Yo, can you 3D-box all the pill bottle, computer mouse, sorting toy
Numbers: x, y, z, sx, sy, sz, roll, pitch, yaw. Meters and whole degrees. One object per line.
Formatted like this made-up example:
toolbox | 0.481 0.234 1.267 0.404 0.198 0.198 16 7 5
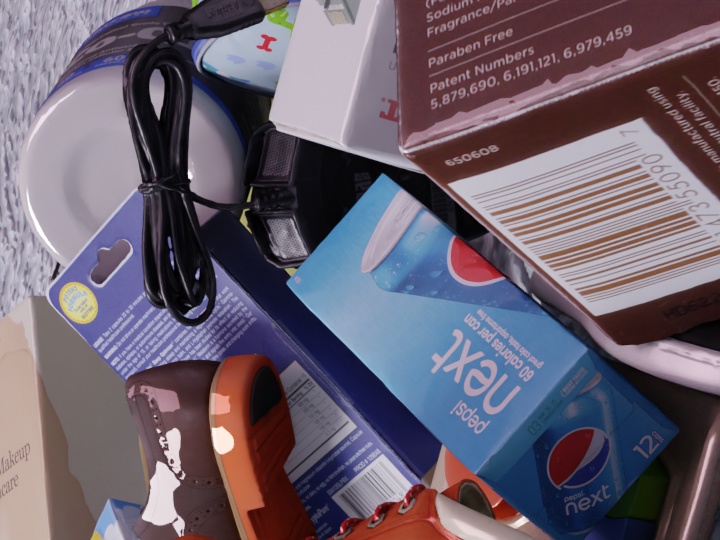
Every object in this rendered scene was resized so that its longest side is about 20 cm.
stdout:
pill bottle | -0.105 -0.073 1.418 0.200 0.113 0.114 -80 13 -71
computer mouse | -0.021 -0.067 1.245 0.046 0.199 0.141 22 125 63
sorting toy | 0.071 0.124 1.151 0.200 0.036 0.186 19 94 59

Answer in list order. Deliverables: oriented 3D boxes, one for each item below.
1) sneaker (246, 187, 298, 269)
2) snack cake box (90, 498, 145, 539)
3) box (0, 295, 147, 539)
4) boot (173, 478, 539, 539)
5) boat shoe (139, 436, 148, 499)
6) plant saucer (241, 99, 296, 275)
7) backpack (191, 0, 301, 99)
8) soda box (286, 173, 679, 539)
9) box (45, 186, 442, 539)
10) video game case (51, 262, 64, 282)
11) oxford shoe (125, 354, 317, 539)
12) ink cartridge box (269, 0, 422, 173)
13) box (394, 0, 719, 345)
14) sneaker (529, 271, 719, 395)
sneaker | 0.000 0.000 1.309 0.071 0.099 0.200 -57 32 30
snack cake box | -0.104 0.224 1.389 0.201 0.115 0.067 -65 27 20
box | -0.165 0.124 1.575 0.095 0.077 0.201 -38 54 50
boot | 0.003 0.120 1.016 0.200 0.075 0.108 19 84 39
boat shoe | -0.075 0.122 1.424 0.070 0.070 0.201 35 126 41
plant saucer | -0.044 -0.023 1.493 0.200 0.031 0.201 -39 44 51
backpack | -0.015 -0.164 1.308 0.183 0.199 0.148 -26 54 57
soda box | 0.046 0.034 1.142 0.068 0.064 0.200 -49 33 1
box | -0.053 0.051 1.311 0.032 0.200 0.121 -44 1 -41
video game case | -0.126 -0.041 1.679 0.201 0.025 0.181 -67 26 17
oxford shoe | -0.064 0.130 1.296 0.071 0.072 0.201 -55 -39 -61
ink cartridge box | 0.062 -0.135 1.198 0.084 0.145 0.201 23 98 63
box | 0.119 -0.110 0.982 0.164 0.166 0.201 -19 55 27
sneaker | 0.129 -0.020 1.080 0.200 0.073 0.112 32 107 65
